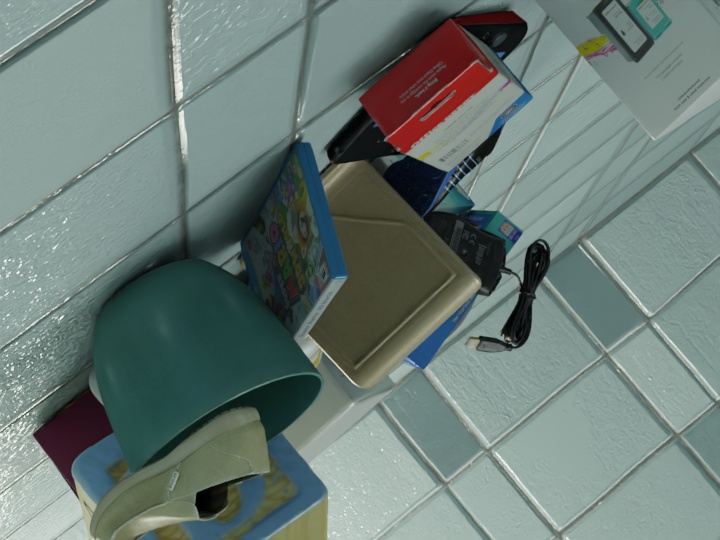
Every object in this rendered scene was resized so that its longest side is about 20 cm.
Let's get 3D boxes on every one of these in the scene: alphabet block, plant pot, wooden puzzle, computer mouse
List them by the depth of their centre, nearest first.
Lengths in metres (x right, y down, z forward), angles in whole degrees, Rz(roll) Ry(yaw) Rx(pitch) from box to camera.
[{"bbox_3d":[-0.159,0.087,1.527,0.200,0.161,0.201,-29,162,-10],"label":"plant pot"},{"bbox_3d":[-0.162,0.258,1.670,0.196,0.195,0.200,-31,153,-21],"label":"alphabet block"},{"bbox_3d":[0.000,0.000,1.700,0.185,0.200,0.037,-44,-176,23],"label":"wooden puzzle"},{"bbox_3d":[0.120,0.015,1.815,0.200,0.141,0.046,14,178,-35],"label":"computer mouse"}]

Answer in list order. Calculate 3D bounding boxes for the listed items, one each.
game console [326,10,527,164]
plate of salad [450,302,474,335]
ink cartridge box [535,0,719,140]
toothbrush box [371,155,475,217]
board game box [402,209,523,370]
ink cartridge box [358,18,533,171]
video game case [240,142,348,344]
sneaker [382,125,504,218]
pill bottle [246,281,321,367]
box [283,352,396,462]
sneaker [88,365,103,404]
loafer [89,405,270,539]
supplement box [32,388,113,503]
[{"bbox_3d":[0.070,-0.182,1.619,0.200,0.031,0.177,-46,169,29],"label":"game console"},{"bbox_3d":[0.053,0.019,2.042,0.200,0.200,0.048,-39,142,-2],"label":"plate of salad"},{"bbox_3d":[0.307,-0.267,1.622,0.147,0.200,0.146,-29,167,-46],"label":"ink cartridge box"},{"bbox_3d":[0.029,-0.055,1.866,0.146,0.085,0.200,-43,170,19],"label":"toothbrush box"},{"bbox_3d":[0.094,0.019,1.911,0.200,0.045,0.152,-53,-166,-8],"label":"board game box"},{"bbox_3d":[0.077,-0.164,1.514,0.116,0.067,0.200,-40,164,12],"label":"ink cartridge box"},{"bbox_3d":[-0.068,-0.011,1.558,0.018,0.143,0.200,-6,155,-24],"label":"video game case"},{"bbox_3d":[0.092,-0.116,1.700,0.078,0.070,0.200,-16,155,-46],"label":"sneaker"},{"bbox_3d":[-0.093,0.065,1.865,0.113,0.113,0.200,-37,170,-13],"label":"pill bottle"},{"bbox_3d":[-0.097,0.156,2.082,0.199,0.171,0.200,-42,170,15],"label":"box"},{"bbox_3d":[-0.201,0.076,1.668,0.112,0.073,0.200,-46,177,18],"label":"sneaker"},{"bbox_3d":[-0.160,0.199,1.444,0.200,0.068,0.076,-39,161,20],"label":"loafer"},{"bbox_3d":[-0.272,0.195,1.809,0.131,0.103,0.200,-38,170,-9],"label":"supplement box"}]
